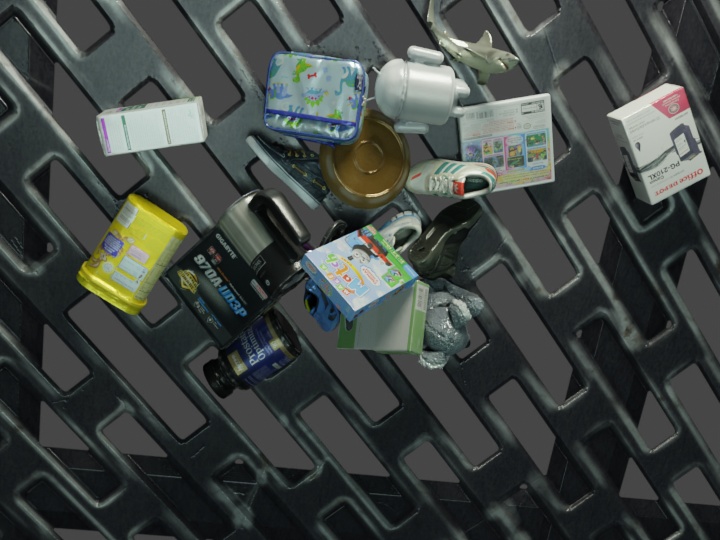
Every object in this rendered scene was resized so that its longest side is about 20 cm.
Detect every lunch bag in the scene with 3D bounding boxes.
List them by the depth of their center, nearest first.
[{"bbox_3d":[-0.085,-0.329,1.521,0.195,0.082,0.165,11,94,6],"label":"lunch bag"}]

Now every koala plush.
[{"bbox_3d":[0.166,0.117,1.657,0.182,0.200,0.179,31,102,-15],"label":"koala plush"}]

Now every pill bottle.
[{"bbox_3d":[-0.232,0.183,1.679,0.198,0.112,0.113,-34,108,4],"label":"pill bottle"}]

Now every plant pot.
[{"bbox_3d":[0.014,-0.226,1.587,0.196,0.027,0.205,0,91,-17],"label":"plant pot"}]

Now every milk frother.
[{"bbox_3d":[-0.148,-0.078,1.593,0.180,0.199,0.189,-42,82,30],"label":"milk frother"}]

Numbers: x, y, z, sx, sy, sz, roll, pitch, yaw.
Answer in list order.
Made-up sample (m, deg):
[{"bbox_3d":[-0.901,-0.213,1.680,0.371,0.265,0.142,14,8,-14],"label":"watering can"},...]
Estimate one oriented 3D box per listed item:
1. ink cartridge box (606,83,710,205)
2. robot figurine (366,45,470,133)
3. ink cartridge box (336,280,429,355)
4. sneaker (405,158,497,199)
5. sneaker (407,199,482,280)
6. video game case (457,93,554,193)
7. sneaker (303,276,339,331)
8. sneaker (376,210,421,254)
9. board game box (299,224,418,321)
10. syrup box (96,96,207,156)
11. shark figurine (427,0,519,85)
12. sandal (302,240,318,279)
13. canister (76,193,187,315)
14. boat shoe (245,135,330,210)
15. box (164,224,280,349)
[{"bbox_3d":[0.625,-0.262,1.650,0.143,0.085,0.203,-27,108,3],"label":"ink cartridge box"},{"bbox_3d":[0.112,-0.350,1.549,0.195,0.113,0.173,7,115,-9],"label":"robot figurine"},{"bbox_3d":[0.045,0.099,1.648,0.048,0.197,0.149,20,72,-46],"label":"ink cartridge box"},{"bbox_3d":[0.182,-0.183,1.606,0.195,0.094,0.072,2,110,7],"label":"sneaker"},{"bbox_3d":[0.187,-0.058,1.676,0.200,0.076,0.115,-47,143,-15],"label":"sneaker"},{"bbox_3d":[0.305,-0.261,1.647,0.195,0.024,0.186,-10,109,-4],"label":"video game case"},{"bbox_3d":[-0.089,0.073,1.640,0.078,0.066,0.202,-42,154,-27],"label":"sneaker"},{"bbox_3d":[0.044,-0.050,1.652,0.198,0.087,0.075,-36,110,7],"label":"sneaker"},{"bbox_3d":[0.000,0.000,1.535,0.152,0.198,0.037,47,134,16],"label":"board game box"},{"bbox_3d":[-0.402,-0.281,1.530,0.195,0.079,0.083,-8,109,-4],"label":"syrup box"},{"bbox_3d":[0.216,-0.454,1.562,0.212,0.128,0.091,31,77,3],"label":"shark figurine"},{"bbox_3d":[-0.110,-0.014,1.663,0.200,0.050,0.083,28,101,-12],"label":"sandal"},{"bbox_3d":[-0.459,-0.034,1.599,0.147,0.087,0.202,33,100,-15],"label":"canister"},{"bbox_3d":[-0.135,-0.221,1.591,0.200,0.071,0.091,42,91,-20],"label":"boat shoe"},{"bbox_3d":[-0.284,0.034,1.624,0.158,0.046,0.201,-40,85,8],"label":"box"}]
